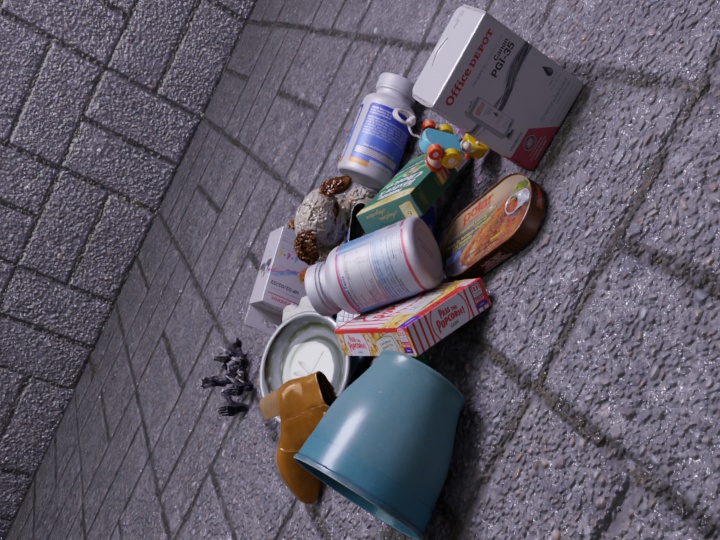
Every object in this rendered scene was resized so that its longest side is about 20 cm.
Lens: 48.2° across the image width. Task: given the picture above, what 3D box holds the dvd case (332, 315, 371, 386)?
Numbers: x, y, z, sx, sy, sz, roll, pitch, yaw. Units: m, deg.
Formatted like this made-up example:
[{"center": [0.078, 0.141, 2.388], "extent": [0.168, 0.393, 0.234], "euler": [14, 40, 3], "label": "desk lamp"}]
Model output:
[{"center": [-0.027, 0.128, 1.440], "extent": [0.145, 0.017, 0.200], "euler": [-64, 26, 3], "label": "dvd case"}]

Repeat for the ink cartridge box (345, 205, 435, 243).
[{"center": [0.046, -0.043, 1.378], "extent": [0.198, 0.044, 0.096], "euler": [-20, 64, 50], "label": "ink cartridge box"}]

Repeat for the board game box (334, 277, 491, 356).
[{"center": [0.072, 0.071, 1.177], "extent": [0.150, 0.047, 0.199], "euler": [-30, 10, -30], "label": "board game box"}]

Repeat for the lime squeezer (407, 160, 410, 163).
[{"center": [0.057, -0.104, 1.468], "extent": [0.203, 0.037, 0.071], "euler": [-64, -4, 6], "label": "lime squeezer"}]

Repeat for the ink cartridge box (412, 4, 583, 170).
[{"center": [0.194, -0.256, 1.141], "extent": [0.148, 0.197, 0.083], "euler": [-59, 27, 12], "label": "ink cartridge box"}]

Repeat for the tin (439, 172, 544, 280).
[{"center": [0.190, -0.060, 1.172], "extent": [0.199, 0.041, 0.114], "euler": [-39, 41, 44], "label": "tin"}]

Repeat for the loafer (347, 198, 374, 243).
[{"center": [0.009, -0.023, 1.312], "extent": [0.074, 0.068, 0.205], "euler": [-13, 74, 25], "label": "loafer"}]

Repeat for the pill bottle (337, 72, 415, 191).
[{"center": [0.040, -0.265, 1.530], "extent": [0.112, 0.111, 0.204], "euler": [12, 79, 63], "label": "pill bottle"}]

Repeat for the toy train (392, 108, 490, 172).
[{"center": [0.133, -0.219, 1.264], "extent": [0.150, 0.198, 0.056], "euler": [45, 135, 17], "label": "toy train"}]

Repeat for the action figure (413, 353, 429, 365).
[{"center": [0.042, 0.202, 1.212], "extent": [0.202, 0.054, 0.119], "euler": [-57, 26, 22], "label": "action figure"}]

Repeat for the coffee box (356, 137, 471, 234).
[{"center": [0.089, -0.136, 1.289], "extent": [0.122, 0.044, 0.200], "euler": [-18, 22, 44], "label": "coffee box"}]

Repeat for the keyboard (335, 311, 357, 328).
[{"center": [0.000, 0.000, 1.355], "extent": [0.055, 0.011, 0.205], "euler": [8, 83, 17], "label": "keyboard"}]

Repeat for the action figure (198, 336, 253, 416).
[{"center": [-0.296, 0.223, 1.771], "extent": [0.121, 0.100, 0.201], "euler": [-68, 26, 21], "label": "action figure"}]

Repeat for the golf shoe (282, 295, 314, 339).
[{"center": [-0.113, 0.109, 1.525], "extent": [0.200, 0.074, 0.093], "euler": [140, 149, -64], "label": "golf shoe"}]

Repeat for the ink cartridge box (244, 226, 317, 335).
[{"center": [-0.151, 0.030, 1.639], "extent": [0.067, 0.114, 0.204], "euler": [-14, 57, 58], "label": "ink cartridge box"}]

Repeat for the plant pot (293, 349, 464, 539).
[{"center": [0.041, 0.220, 1.071], "extent": [0.190, 0.199, 0.199], "euler": [-58, 24, -18], "label": "plant pot"}]

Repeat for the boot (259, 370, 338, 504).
[{"center": [-0.074, 0.271, 1.293], "extent": [0.142, 0.070, 0.205], "euler": [-22, 92, 33], "label": "boot"}]

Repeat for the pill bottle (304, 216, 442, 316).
[{"center": [0.017, 0.002, 1.216], "extent": [0.197, 0.109, 0.111], "euler": [-20, 47, 26], "label": "pill bottle"}]

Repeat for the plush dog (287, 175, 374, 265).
[{"center": [-0.072, -0.090, 1.487], "extent": [0.172, 0.157, 0.204], "euler": [66, -137, -76], "label": "plush dog"}]

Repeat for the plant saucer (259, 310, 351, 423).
[{"center": [-0.088, 0.174, 1.395], "extent": [0.197, 0.050, 0.205], "euler": [-11, 70, 32], "label": "plant saucer"}]
